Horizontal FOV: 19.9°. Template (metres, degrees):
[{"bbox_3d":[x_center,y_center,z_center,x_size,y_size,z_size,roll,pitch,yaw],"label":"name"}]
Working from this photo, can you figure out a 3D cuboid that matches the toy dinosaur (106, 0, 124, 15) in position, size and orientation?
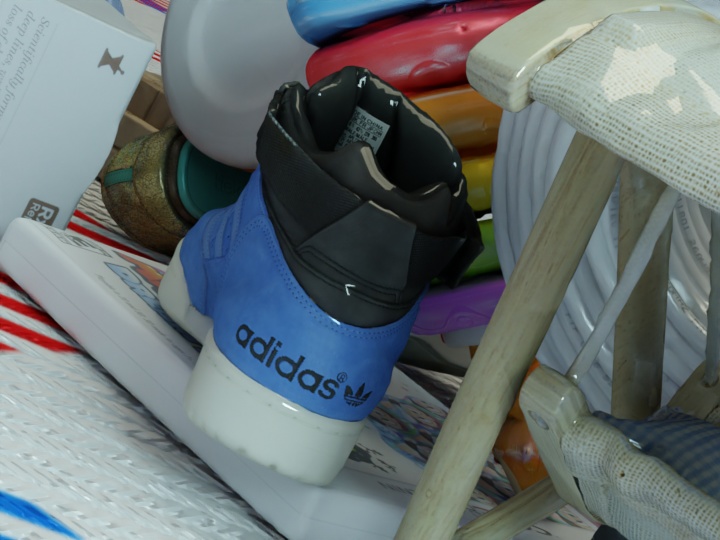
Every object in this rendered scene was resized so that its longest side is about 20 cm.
[{"bbox_3d":[-0.169,-0.106,1.118,0.181,0.105,0.200,38,43,-20],"label":"toy dinosaur"}]

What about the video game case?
[{"bbox_3d":[-0.014,0.052,0.742,0.182,0.024,0.200,20,12,-45],"label":"video game case"}]

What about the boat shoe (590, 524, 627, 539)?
[{"bbox_3d":[0.156,0.136,0.645,0.199,0.068,0.074,29,9,3],"label":"boat shoe"}]

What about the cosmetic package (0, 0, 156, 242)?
[{"bbox_3d":[-0.164,-0.089,0.837,0.074,0.102,0.200,22,9,-31],"label":"cosmetic package"}]

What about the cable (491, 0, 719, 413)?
[{"bbox_3d":[0.125,-0.014,0.604,0.069,0.201,0.200,-27,29,-35],"label":"cable"}]

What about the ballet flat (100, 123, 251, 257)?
[{"bbox_3d":[-0.042,-0.020,0.963,0.200,0.071,0.071,22,11,-47],"label":"ballet flat"}]

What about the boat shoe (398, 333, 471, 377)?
[{"bbox_3d":[0.000,0.000,0.906,0.075,0.061,0.200,6,-11,37],"label":"boat shoe"}]

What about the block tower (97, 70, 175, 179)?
[{"bbox_3d":[-0.081,-0.065,1.102,0.058,0.054,0.200,33,10,22],"label":"block tower"}]

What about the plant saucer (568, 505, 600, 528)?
[{"bbox_3d":[0.152,0.055,0.835,0.200,0.051,0.201,11,42,-10],"label":"plant saucer"}]

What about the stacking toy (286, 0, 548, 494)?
[{"bbox_3d":[0.046,-0.013,0.732,0.109,0.201,0.116,-11,-1,11],"label":"stacking toy"}]

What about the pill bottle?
[{"bbox_3d":[0.013,-0.084,0.926,0.112,0.112,0.200,35,13,35],"label":"pill bottle"}]

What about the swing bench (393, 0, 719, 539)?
[{"bbox_3d":[0.122,0.052,0.493,0.199,0.200,0.130,35,40,30],"label":"swing bench"}]

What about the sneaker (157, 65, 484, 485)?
[{"bbox_3d":[-0.012,-0.013,0.674,0.077,0.111,0.200,27,9,-9],"label":"sneaker"}]
